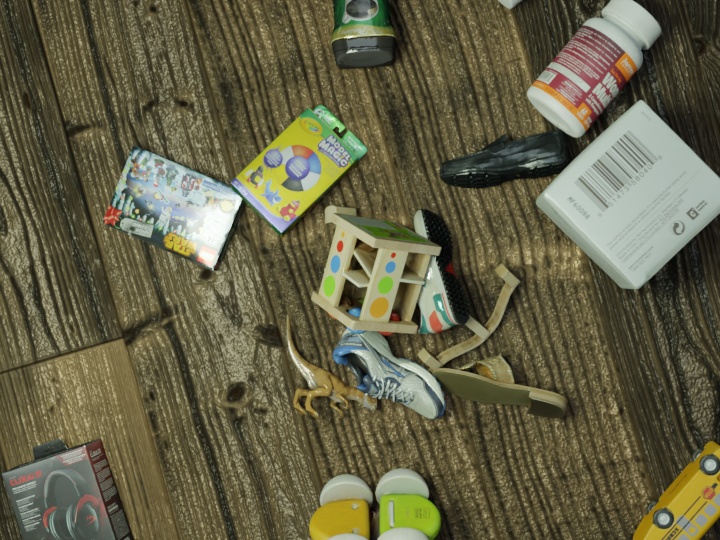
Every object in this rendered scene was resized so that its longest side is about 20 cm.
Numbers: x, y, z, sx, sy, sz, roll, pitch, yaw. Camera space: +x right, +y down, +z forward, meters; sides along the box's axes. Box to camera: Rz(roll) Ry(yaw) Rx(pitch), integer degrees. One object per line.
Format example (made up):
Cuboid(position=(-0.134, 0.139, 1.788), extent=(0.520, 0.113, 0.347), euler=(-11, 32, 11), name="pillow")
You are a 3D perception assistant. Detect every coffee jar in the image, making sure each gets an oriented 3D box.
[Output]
Cuboid(position=(0.001, -0.415, 1.659), extent=(0.104, 0.085, 0.201), euler=(-3, 89, 2), name="coffee jar")

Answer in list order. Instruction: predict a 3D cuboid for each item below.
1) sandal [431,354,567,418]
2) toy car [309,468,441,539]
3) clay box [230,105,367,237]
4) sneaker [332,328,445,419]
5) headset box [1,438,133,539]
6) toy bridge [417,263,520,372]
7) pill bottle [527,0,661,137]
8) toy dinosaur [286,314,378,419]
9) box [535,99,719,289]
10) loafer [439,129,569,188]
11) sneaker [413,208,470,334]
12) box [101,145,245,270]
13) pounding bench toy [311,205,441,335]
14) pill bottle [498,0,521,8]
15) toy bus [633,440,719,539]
Cuboid(position=(0.219, 0.166, 1.655), extent=(0.211, 0.078, 0.070), euler=(15, 58, 8), name="sandal")
Cuboid(position=(0.027, 0.409, 1.632), extent=(0.199, 0.175, 0.150), euler=(-8, 124, 5), name="toy car")
Cuboid(position=(-0.093, -0.163, 1.670), extent=(0.115, 0.048, 0.200), euler=(44, 82, 3), name="clay box")
Cuboid(position=(0.038, 0.171, 1.644), extent=(0.200, 0.085, 0.077), euler=(37, 135, 11), name="sneaker")
Cuboid(position=(-0.469, 0.370, 1.705), extent=(0.148, 0.075, 0.200), euler=(-18, 88, 6), name="headset box")
Cuboid(position=(0.174, 0.083, 1.655), extent=(0.200, 0.027, 0.067), euler=(-48, 125, 6), name="toy bridge")
Cuboid(position=(0.354, -0.309, 1.614), extent=(0.110, 0.110, 0.200), euler=(41, 94, 4), name="pill bottle")
Cuboid(position=(-0.068, 0.175, 1.687), extent=(0.200, 0.060, 0.106), euler=(35, 69, -1), name="toy dinosaur")
Cuboid(position=(0.399, -0.106, 1.577), extent=(0.199, 0.171, 0.200), euler=(-44, 87, 4), name="box")
Cuboid(position=(0.220, -0.174, 1.652), extent=(0.200, 0.068, 0.071), euler=(-9, 70, 8), name="loafer")
Cuboid(position=(0.098, 0.004, 1.649), extent=(0.093, 0.070, 0.200), euler=(-27, 67, 31), name="sneaker")
Cuboid(position=(-0.295, -0.099, 1.709), extent=(0.200, 0.040, 0.137), euler=(22, 93, 5), name="box")
Cuboid(position=(0.000, 0.000, 1.632), extent=(0.124, 0.200, 0.156), euler=(6, 107, -35), name="pounding bench toy")
Cuboid(position=(0.276, -0.499, 1.620), extent=(0.200, 0.114, 0.114), euler=(-39, 86, 4), name="pill bottle")
Cuboid(position=(0.497, 0.357, 1.619), extent=(0.078, 0.065, 0.200), euler=(40, 93, 4), name="toy bus")
